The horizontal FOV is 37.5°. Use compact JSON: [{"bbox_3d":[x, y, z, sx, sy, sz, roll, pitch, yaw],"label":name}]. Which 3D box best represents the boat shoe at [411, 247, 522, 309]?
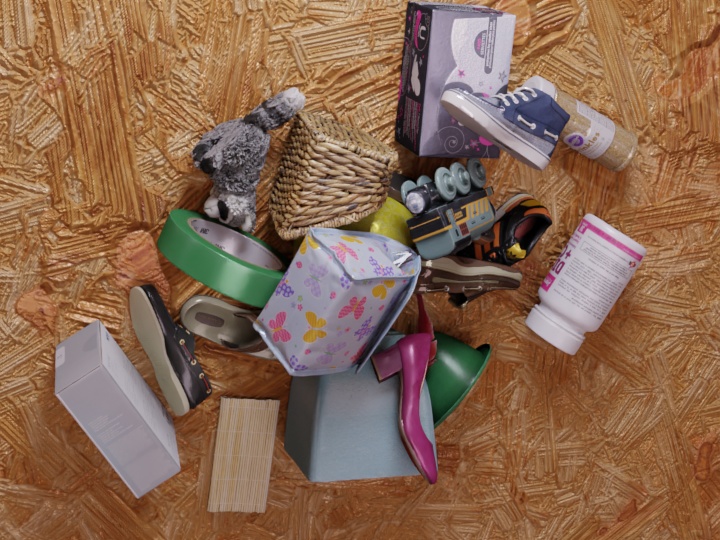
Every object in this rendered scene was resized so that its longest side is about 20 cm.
[{"bbox_3d":[0.147,0.018,1.534,0.200,0.074,0.076,10,93,-30],"label":"boat shoe"}]

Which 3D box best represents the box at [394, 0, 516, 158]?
[{"bbox_3d":[0.133,-0.267,1.493,0.130,0.115,0.203,-1,110,-17],"label":"box"}]

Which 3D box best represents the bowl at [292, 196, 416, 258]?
[{"bbox_3d":[0.000,0.000,1.527,0.196,0.108,0.203,-2,121,-3],"label":"bowl"}]

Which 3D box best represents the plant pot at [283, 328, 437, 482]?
[{"bbox_3d":[-0.004,0.185,1.582,0.192,0.196,0.204,-2,96,-16],"label":"plant pot"}]

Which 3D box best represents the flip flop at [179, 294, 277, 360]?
[{"bbox_3d":[-0.169,0.089,1.561,0.197,0.058,0.082,19,103,-22],"label":"flip flop"}]

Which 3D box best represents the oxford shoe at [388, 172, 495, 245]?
[{"bbox_3d":[0.107,-0.078,1.585,0.197,0.072,0.072,23,121,-11],"label":"oxford shoe"}]

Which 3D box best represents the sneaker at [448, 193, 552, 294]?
[{"bbox_3d":[0.210,-0.030,1.616,0.200,0.090,0.070,-47,115,3],"label":"sneaker"}]

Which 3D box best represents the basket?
[{"bbox_3d":[-0.036,-0.116,1.447,0.141,0.200,0.151,16,103,-16],"label":"basket"}]

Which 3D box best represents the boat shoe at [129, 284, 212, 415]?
[{"bbox_3d":[-0.276,0.108,1.535,0.063,0.073,0.204,-32,111,-33],"label":"boat shoe"}]

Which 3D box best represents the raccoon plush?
[{"bbox_3d":[-0.137,-0.140,1.455,0.198,0.097,0.135,-25,121,13],"label":"raccoon plush"}]

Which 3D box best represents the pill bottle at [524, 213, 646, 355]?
[{"bbox_3d":[0.350,0.023,1.666,0.112,0.113,0.202,27,99,-24],"label":"pill bottle"}]

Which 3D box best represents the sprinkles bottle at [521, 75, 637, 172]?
[{"bbox_3d":[0.325,-0.219,1.595,0.198,0.068,0.069,24,101,-23],"label":"sprinkles bottle"}]

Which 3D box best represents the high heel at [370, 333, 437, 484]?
[{"bbox_3d":[0.091,0.190,1.477,0.095,0.067,0.203,-21,85,-7],"label":"high heel"}]

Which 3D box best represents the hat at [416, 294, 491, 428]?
[{"bbox_3d":[0.089,0.121,1.626,0.175,0.166,0.201,38,107,-5],"label":"hat"}]

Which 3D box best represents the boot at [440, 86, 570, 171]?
[{"bbox_3d":[0.198,-0.219,1.439,0.199,0.073,0.091,27,91,-36],"label":"boot"}]

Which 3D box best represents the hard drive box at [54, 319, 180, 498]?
[{"bbox_3d":[-0.342,0.192,1.493,0.076,0.156,0.202,-31,114,-2],"label":"hard drive box"}]

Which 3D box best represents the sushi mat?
[{"bbox_3d":[-0.183,0.290,1.655,0.094,0.012,0.203,3,108,-19],"label":"sushi mat"}]

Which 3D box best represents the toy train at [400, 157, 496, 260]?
[{"bbox_3d":[0.128,-0.087,1.480,0.084,0.199,0.116,-18,94,33],"label":"toy train"}]

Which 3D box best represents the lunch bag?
[{"bbox_3d":[-0.013,0.043,1.397,0.199,0.127,0.171,2,128,-54],"label":"lunch bag"}]

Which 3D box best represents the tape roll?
[{"bbox_3d":[-0.178,-0.016,1.442,0.198,0.201,0.049,23,102,-23],"label":"tape roll"}]
